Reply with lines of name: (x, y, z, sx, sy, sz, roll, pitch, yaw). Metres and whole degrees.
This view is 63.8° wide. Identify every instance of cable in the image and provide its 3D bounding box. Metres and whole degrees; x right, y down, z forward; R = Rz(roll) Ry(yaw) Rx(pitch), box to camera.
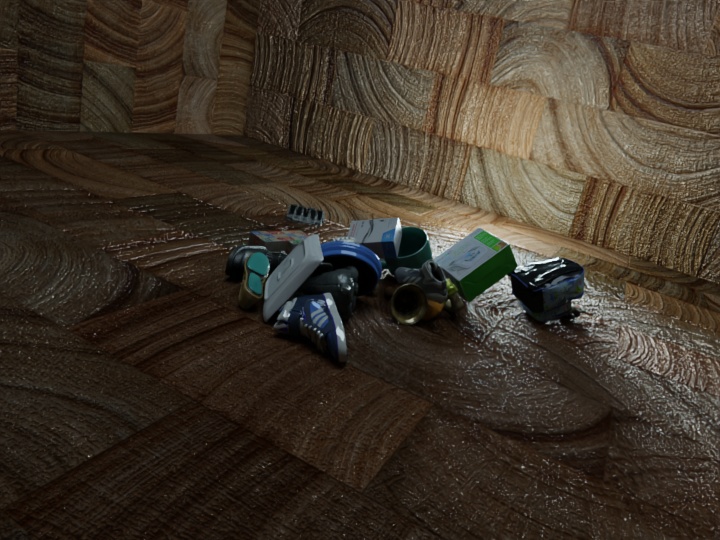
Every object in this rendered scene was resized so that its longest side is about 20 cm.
cable: (0.632, 0.105, 1.867, 0.095, 0.052, 0.199, -7, 27, -36)

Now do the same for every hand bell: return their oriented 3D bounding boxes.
hand bell: (0.100, 0.071, 1.572, 0.101, 0.107, 0.200, 7, 7, -16)

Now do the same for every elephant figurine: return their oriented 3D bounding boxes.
elephant figurine: (-0.109, 0.043, 1.422, 0.195, 0.158, 0.143, 11, 39, 9)

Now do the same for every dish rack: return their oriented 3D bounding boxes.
dish rack: (-0.209, -0.196, 2.167, 0.149, 0.056, 0.201, 10, 20, -4)

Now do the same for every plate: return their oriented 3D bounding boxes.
plate: (-0.170, 0.006, 1.377, 0.032, 0.200, 0.201, 40, 10, -18)

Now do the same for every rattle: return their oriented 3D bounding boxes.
rattle: (0.199, 0.089, 1.648, 0.130, 0.144, 0.199, 40, -9, -20)

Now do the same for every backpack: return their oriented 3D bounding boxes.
backpack: (0.582, 0.052, 1.781, 0.195, 0.150, 0.183, -19, 25, -8)

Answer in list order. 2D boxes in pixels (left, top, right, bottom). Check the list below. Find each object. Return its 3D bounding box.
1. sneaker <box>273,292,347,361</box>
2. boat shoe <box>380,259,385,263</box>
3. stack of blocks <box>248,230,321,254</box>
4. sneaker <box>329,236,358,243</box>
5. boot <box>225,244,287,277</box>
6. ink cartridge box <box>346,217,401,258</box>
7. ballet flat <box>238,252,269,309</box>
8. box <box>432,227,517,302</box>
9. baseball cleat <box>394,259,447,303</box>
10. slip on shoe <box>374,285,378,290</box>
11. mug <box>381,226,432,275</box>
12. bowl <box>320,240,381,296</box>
sneaker: (-0.112, 0.133, 1.251, 0.143, 0.082, 0.202, -13, 41, -9)
boat shoe: (0.009, -0.062, 1.896, 0.195, 0.068, 0.070, 11, 18, -6)
stack of blocks: (-0.231, -0.075, 1.776, 0.197, 0.060, 0.114, -5, 26, -44)
sneaker: (-0.090, -0.033, 1.677, 0.196, 0.076, 0.081, -24, 38, -12)
boot: (-0.249, -0.014, 1.550, 0.154, 0.081, 0.211, 19, 18, 17)
ink cartridge box: (0.022, -0.096, 1.790, 0.195, 0.068, 0.117, -3, 42, 17)
ballet flat: (-0.268, 0.023, 1.419, 0.068, 0.063, 0.201, 33, 23, -17)
box: (0.358, -0.020, 1.821, 0.198, 0.098, 0.177, -34, 31, -7)
baseball cleat: (0.164, 0.009, 1.542, 0.069, 0.109, 0.198, -19, 32, -33)
slip on shoe: (0.000, 0.000, 1.687, 0.074, 0.062, 0.200, 39, 1, -33)
mug: (0.139, -0.049, 1.836, 0.182, 0.116, 0.152, 15, 51, 38)
bowl: (-0.042, 0.002, 1.500, 0.195, 0.202, 0.040, 11, 53, -6)
